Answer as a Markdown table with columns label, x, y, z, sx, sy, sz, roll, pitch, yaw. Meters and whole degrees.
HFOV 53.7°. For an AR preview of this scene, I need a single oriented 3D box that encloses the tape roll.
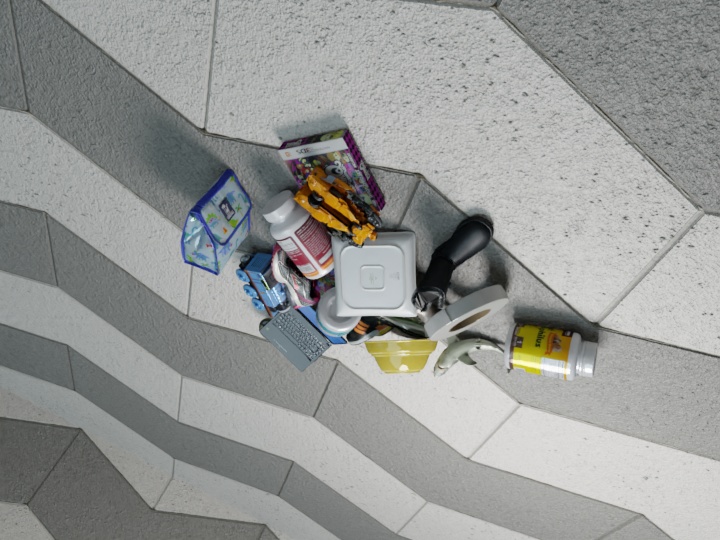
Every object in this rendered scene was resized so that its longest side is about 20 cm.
| label | x | y | z | sx | sy | sz | roll | pitch | yaw |
| --- | --- | --- | --- | --- | --- | --- | --- | --- | --- |
| tape roll | 0.238 | 0.097 | 1.596 | 0.203 | 0.201 | 0.037 | -47 | 65 | 50 |

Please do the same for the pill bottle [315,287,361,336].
| label | x | y | z | sx | sy | sz | roll | pitch | yaw |
| --- | --- | --- | --- | --- | --- | --- | --- | --- | --- |
| pill bottle | -0.058 | 0.108 | 1.800 | 0.110 | 0.112 | 0.200 | 28 | 169 | 0 |

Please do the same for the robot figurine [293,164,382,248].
| label | x | y | z | sx | sy | sz | roll | pitch | yaw |
| --- | --- | --- | --- | --- | --- | --- | --- | --- | --- |
| robot figurine | -0.041 | -0.134 | 1.547 | 0.199 | 0.058 | 0.145 | 36 | 142 | -7 |

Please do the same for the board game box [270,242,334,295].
| label | x | y | z | sx | sy | sz | roll | pitch | yaw |
| --- | --- | --- | --- | --- | --- | --- | --- | --- | --- |
| board game box | -0.152 | 0.007 | 1.840 | 0.200 | 0.039 | 0.157 | 45 | 138 | -19 |

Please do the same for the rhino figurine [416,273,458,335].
| label | x | y | z | sx | sy | sz | roll | pitch | yaw |
| --- | --- | --- | --- | --- | --- | --- | --- | --- | --- |
| rhino figurine | 0.168 | 0.092 | 1.705 | 0.200 | 0.088 | 0.060 | 44 | 139 | -18 |

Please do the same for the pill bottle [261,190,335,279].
| label | x | y | z | sx | sy | sz | roll | pitch | yaw |
| --- | --- | --- | --- | --- | --- | --- | --- | --- | --- |
| pill bottle | -0.139 | -0.086 | 1.673 | 0.112 | 0.113 | 0.201 | -12 | 127 | 39 |

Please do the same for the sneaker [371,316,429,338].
| label | x | y | z | sx | sy | sz | roll | pitch | yaw |
| --- | --- | --- | --- | --- | --- | --- | --- | --- | --- |
| sneaker | 0.093 | 0.096 | 1.760 | 0.198 | 0.089 | 0.077 | 26 | 166 | -11 |

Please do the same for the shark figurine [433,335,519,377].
| label | x | y | z | sx | sy | sz | roll | pitch | yaw |
| --- | --- | --- | --- | --- | --- | --- | --- | --- | --- |
| shark figurine | 0.290 | 0.206 | 1.789 | 0.212 | 0.130 | 0.090 | -3 | 161 | 10 |

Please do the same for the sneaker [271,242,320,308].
| label | x | y | z | sx | sy | sz | roll | pitch | yaw |
| --- | --- | --- | --- | --- | --- | --- | --- | --- | --- |
| sneaker | -0.161 | 0.008 | 1.762 | 0.074 | 0.081 | 0.201 | -8 | 134 | 20 |

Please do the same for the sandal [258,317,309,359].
| label | x | y | z | sx | sy | sz | roll | pitch | yaw |
| --- | --- | --- | --- | --- | --- | --- | --- | --- | --- |
| sandal | -0.200 | 0.192 | 2.061 | 0.200 | 0.057 | 0.080 | 34 | 105 | -9 |

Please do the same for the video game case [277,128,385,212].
| label | x | y | z | sx | sy | sz | roll | pitch | yaw |
| --- | --- | --- | --- | --- | --- | --- | --- | --- | --- |
| video game case | -0.062 | -0.205 | 1.557 | 0.180 | 0.036 | 0.201 | -3 | 132 | 35 |

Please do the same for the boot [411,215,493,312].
| label | x | y | z | sx | sy | sz | roll | pitch | yaw |
| --- | --- | --- | --- | --- | --- | --- | --- | --- | --- |
| boot | 0.195 | -0.007 | 1.517 | 0.076 | 0.169 | 0.200 | 36 | 140 | -11 |

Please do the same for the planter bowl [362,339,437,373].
| label | x | y | z | sx | sy | sz | roll | pitch | yaw |
| --- | --- | --- | --- | --- | --- | --- | --- | --- | --- |
| planter bowl | 0.104 | 0.218 | 1.796 | 0.198 | 0.085 | 0.200 | -1 | 174 | 0 |

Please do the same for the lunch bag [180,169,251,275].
| label | x | y | z | sx | sy | sz | roll | pitch | yaw |
| --- | --- | --- | --- | --- | --- | --- | --- | --- | --- |
| lunch bag | -0.348 | -0.120 | 1.714 | 0.126 | 0.171 | 0.201 | 18 | 139 | 12 |

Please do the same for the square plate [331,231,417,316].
| label | x | y | z | sx | sy | sz | roll | pitch | yaw |
| --- | --- | --- | --- | --- | --- | --- | --- | --- | --- |
| square plate | 0.031 | 0.012 | 1.641 | 0.196 | 0.028 | 0.202 | 0 | 104 | 13 |

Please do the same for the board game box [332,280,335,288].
| label | x | y | z | sx | sy | sz | roll | pitch | yaw |
| --- | --- | --- | --- | --- | --- | --- | --- | --- | --- |
| board game box | 0.000 | 0.000 | 1.752 | 0.104 | 0.024 | 0.201 | 23 | 141 | 2 |

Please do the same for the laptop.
| label | x | y | z | sx | sy | sz | roll | pitch | yaw |
| --- | --- | --- | --- | --- | --- | --- | --- | --- | --- |
| laptop | -0.160 | 0.183 | 1.970 | 0.200 | 0.103 | 0.177 | -41 | 103 | 14 |

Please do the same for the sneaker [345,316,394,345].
| label | x | y | z | sx | sy | sz | roll | pitch | yaw |
| --- | --- | --- | --- | --- | --- | --- | --- | --- | --- |
| sneaker | 0.019 | 0.132 | 1.868 | 0.199 | 0.070 | 0.091 | -25 | 96 | 50 |

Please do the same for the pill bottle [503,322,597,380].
| label | x | y | z | sx | sy | sz | roll | pitch | yaw |
| --- | --- | --- | --- | --- | --- | --- | --- | --- | --- |
| pill bottle | 0.437 | 0.188 | 1.633 | 0.198 | 0.110 | 0.110 | 8 | 137 | 23 |

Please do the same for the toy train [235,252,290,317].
| label | x | y | z | sx | sy | sz | roll | pitch | yaw |
| --- | --- | --- | --- | --- | --- | --- | --- | --- | --- |
| toy train | -0.251 | 0.039 | 1.888 | 0.113 | 0.087 | 0.201 | 11 | 139 | 35 |
